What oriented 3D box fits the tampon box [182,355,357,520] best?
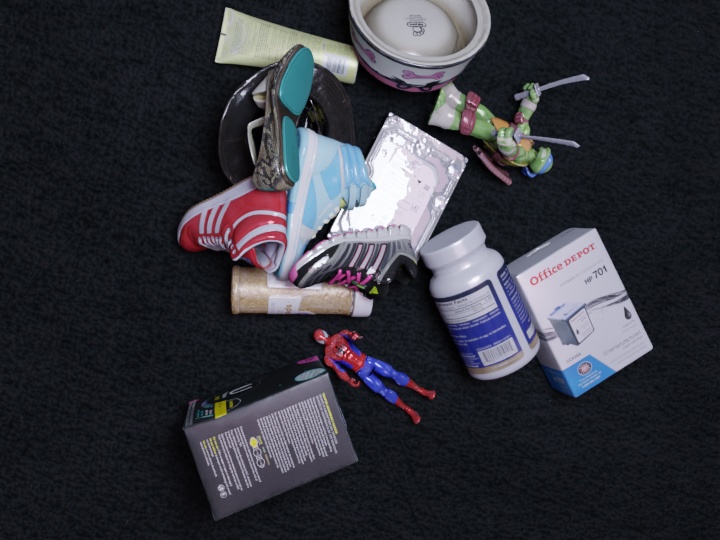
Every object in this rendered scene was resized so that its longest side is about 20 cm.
[{"bbox_3d":[-0.123,0.216,1.069,0.197,0.150,0.128,-20,96,-9],"label":"tampon box"}]

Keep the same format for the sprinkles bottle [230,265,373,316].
[{"bbox_3d":[-0.082,0.028,1.110,0.196,0.068,0.070,2,92,-9],"label":"sprinkles bottle"}]

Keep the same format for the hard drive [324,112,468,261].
[{"bbox_3d":[0.052,-0.105,1.144,0.138,0.038,0.202,29,87,-10],"label":"hard drive"}]

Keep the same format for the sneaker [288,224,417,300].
[{"bbox_3d":[0.000,0.000,1.050,0.197,0.074,0.089,-15,72,-34],"label":"sneaker"}]

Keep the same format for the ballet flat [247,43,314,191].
[{"bbox_3d":[-0.107,-0.191,0.988,0.074,0.068,0.204,-5,68,24],"label":"ballet flat"}]

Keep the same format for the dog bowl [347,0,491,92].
[{"bbox_3d":[0.074,-0.332,1.083,0.196,0.074,0.204,5,61,-9],"label":"dog bowl"}]

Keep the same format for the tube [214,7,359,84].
[{"bbox_3d":[-0.099,-0.308,1.107,0.196,0.059,0.052,11,135,-7],"label":"tube"}]

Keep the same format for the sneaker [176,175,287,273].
[{"bbox_3d":[-0.169,-0.037,1.032,0.071,0.198,0.115,17,56,-46],"label":"sneaker"}]

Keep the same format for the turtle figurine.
[{"bbox_3d":[0.203,-0.225,1.103,0.191,0.200,0.146,23,73,-1],"label":"turtle figurine"}]

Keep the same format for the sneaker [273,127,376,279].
[{"bbox_3d":[-0.046,-0.079,1.060,0.128,0.079,0.204,6,107,-26],"label":"sneaker"}]

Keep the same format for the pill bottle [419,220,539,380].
[{"bbox_3d":[0.166,0.041,1.121,0.114,0.116,0.203,-28,102,-7],"label":"pill bottle"}]

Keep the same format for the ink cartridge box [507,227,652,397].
[{"bbox_3d":[0.315,0.059,1.172,0.145,0.086,0.202,-30,98,-7],"label":"ink cartridge box"}]

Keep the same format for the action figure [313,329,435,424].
[{"bbox_3d":[0.018,0.144,1.121,0.198,0.099,0.066,34,85,-7],"label":"action figure"}]

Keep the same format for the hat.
[{"bbox_3d":[-0.109,-0.190,1.084,0.197,0.081,0.205,-8,110,-22],"label":"hat"}]
